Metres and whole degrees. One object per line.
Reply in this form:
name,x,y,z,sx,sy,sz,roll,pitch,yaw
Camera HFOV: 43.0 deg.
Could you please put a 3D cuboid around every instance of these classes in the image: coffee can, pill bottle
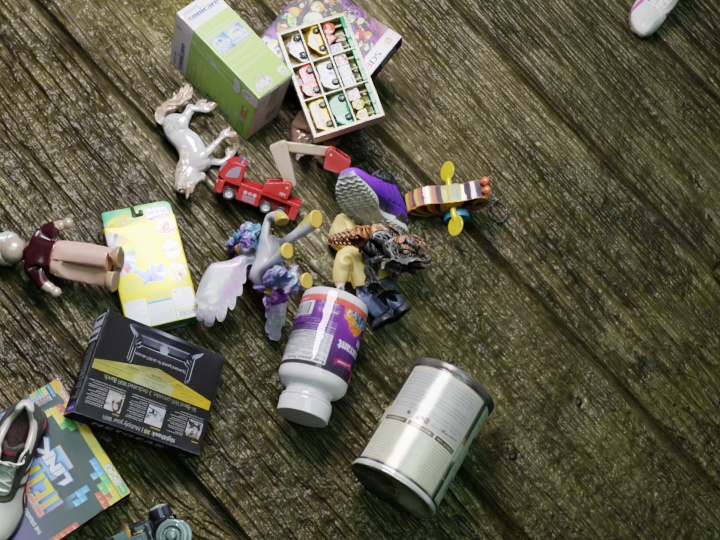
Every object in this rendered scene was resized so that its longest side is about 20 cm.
coffee can,0.097,0.258,1.415,0.146,0.146,0.200,36,64,-1
pill bottle,-0.064,0.137,1.431,0.111,0.111,0.201,20,66,-9

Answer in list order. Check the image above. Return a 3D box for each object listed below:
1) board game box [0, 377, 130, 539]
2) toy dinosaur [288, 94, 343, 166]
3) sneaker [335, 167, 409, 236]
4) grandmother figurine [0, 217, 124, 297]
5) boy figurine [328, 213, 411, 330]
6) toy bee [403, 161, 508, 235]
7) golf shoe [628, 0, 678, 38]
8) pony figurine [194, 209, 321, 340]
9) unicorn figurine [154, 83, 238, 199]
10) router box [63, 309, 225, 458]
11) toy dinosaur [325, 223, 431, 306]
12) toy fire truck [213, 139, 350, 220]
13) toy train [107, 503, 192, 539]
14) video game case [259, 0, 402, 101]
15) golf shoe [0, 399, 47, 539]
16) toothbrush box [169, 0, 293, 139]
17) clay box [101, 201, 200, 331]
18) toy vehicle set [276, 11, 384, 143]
board game box,-0.449,0.281,1.292,0.165,0.057,0.200,-32,82,-26
toy dinosaur,-0.079,-0.270,1.600,0.135,0.086,0.200,38,71,2
sneaker,0.021,-0.134,1.541,0.069,0.200,0.100,-8,60,27
grandmother figurine,-0.462,-0.023,1.381,0.199,0.061,0.122,8,67,1
boy figurine,0.000,0.000,1.528,0.124,0.064,0.200,-26,78,-31
toy bee,0.179,-0.136,1.611,0.199,0.109,0.131,-22,76,-23
golf shoe,0.630,-0.574,1.922,0.072,0.092,0.200,36,66,-3
pony figurine,-0.151,0.000,1.426,0.166,0.200,0.194,20,69,-36
unicorn figurine,-0.276,-0.207,1.528,0.137,0.074,0.200,-32,67,-15
router box,-0.312,0.169,1.344,0.199,0.052,0.158,26,61,-26
toy dinosaur,0.032,-0.027,1.481,0.199,0.102,0.136,-5,50,-19
toy fire truck,-0.129,-0.162,1.516,0.199,0.049,0.142,20,106,-8
toy train,-0.276,0.434,1.277,0.113,0.085,0.201,-20,78,-10
video game case,-0.059,-0.384,1.575,0.200,0.036,0.182,36,76,9
golf shoe,-0.475,0.268,1.212,0.077,0.088,0.201,13,68,-12
toothbrush box,-0.222,-0.345,1.547,0.200,0.146,0.086,45,65,4
clay box,-0.332,-0.004,1.439,0.114,0.048,0.201,-12,73,-18
toy vehicle set,-0.050,-0.323,1.525,0.124,0.027,0.201,-19,77,-5
